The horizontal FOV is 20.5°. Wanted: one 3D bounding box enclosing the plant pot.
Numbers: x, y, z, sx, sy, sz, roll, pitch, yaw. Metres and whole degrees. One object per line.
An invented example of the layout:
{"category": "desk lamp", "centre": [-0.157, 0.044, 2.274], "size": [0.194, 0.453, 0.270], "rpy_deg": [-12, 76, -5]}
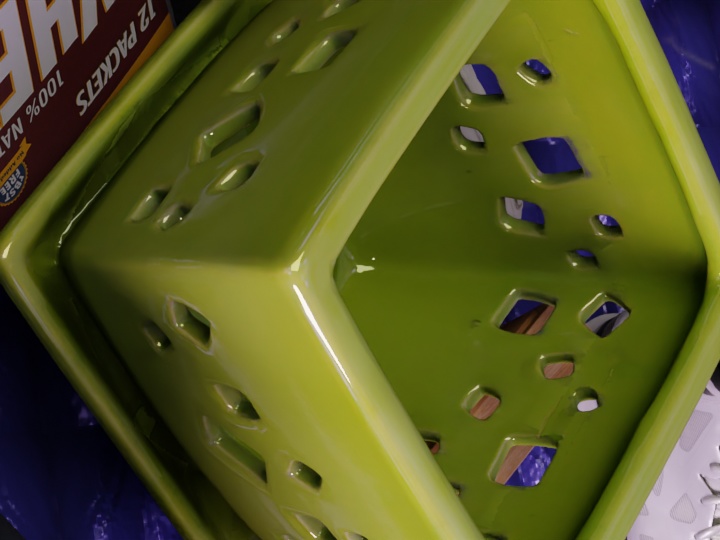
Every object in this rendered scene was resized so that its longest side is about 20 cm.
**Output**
{"category": "plant pot", "centre": [0.000, 0.000, 0.713], "size": [0.199, 0.181, 0.200], "rpy_deg": [-55, 129, -33]}

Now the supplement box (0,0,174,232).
{"category": "supplement box", "centre": [-0.195, -0.128, 0.695], "size": [0.197, 0.200, 0.133], "rpy_deg": [23, 62, 21]}

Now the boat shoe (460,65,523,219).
{"category": "boat shoe", "centre": [0.020, -0.075, 0.850], "size": [0.200, 0.072, 0.066], "rpy_deg": [56, 43, -32]}

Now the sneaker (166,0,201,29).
{"category": "sneaker", "centre": [-0.096, -0.151, 0.781], "size": [0.200, 0.115, 0.075], "rpy_deg": [26, 83, -18]}

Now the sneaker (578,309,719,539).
{"category": "sneaker", "centre": [0.156, 0.103, 0.861], "size": [0.075, 0.115, 0.201], "rpy_deg": [-14, 80, -26]}

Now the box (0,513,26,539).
{"category": "box", "centre": [-0.130, 0.201, 0.622], "size": [0.124, 0.196, 0.201], "rpy_deg": [-17, 115, -28]}

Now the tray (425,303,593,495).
{"category": "tray", "centre": [0.013, 0.099, 0.809], "size": [0.037, 0.099, 0.200], "rpy_deg": [44, 63, -6]}
